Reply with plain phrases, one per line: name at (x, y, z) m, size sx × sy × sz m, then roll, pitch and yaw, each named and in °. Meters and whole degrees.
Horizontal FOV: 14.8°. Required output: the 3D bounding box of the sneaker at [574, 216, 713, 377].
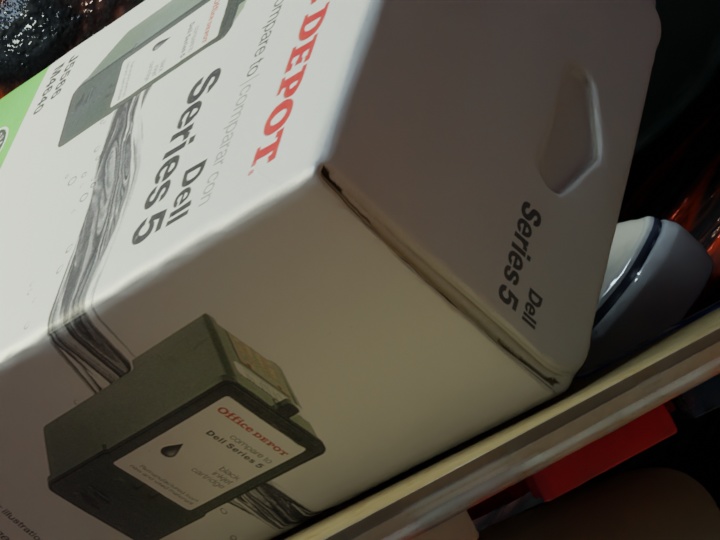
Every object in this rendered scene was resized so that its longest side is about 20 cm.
sneaker at (0.031, 0.013, 0.837) m, size 0.073 × 0.071 × 0.200 m, roll -54°, pitch 14°, yaw -24°

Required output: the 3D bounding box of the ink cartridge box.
ink cartridge box at (-0.034, -0.007, 0.692) m, size 0.200 × 0.084 × 0.146 m, roll -30°, pitch 29°, yaw 37°

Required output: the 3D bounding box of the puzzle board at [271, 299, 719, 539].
puzzle board at (0.045, 0.037, 0.622) m, size 0.199 × 0.017 × 0.151 m, roll -27°, pitch -2°, yaw -4°

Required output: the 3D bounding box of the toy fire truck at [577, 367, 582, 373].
toy fire truck at (0.000, 0.000, 0.788) m, size 0.200 × 0.049 × 0.141 m, roll -41°, pitch 40°, yaw 20°

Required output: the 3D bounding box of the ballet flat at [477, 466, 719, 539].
ballet flat at (0.002, 0.112, 0.606) m, size 0.200 × 0.069 × 0.070 m, roll -50°, pitch 9°, yaw 33°

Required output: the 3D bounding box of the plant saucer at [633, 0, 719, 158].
plant saucer at (0.047, -0.076, 0.871) m, size 0.200 × 0.200 × 0.027 m, roll -45°, pitch 50°, yaw 23°
